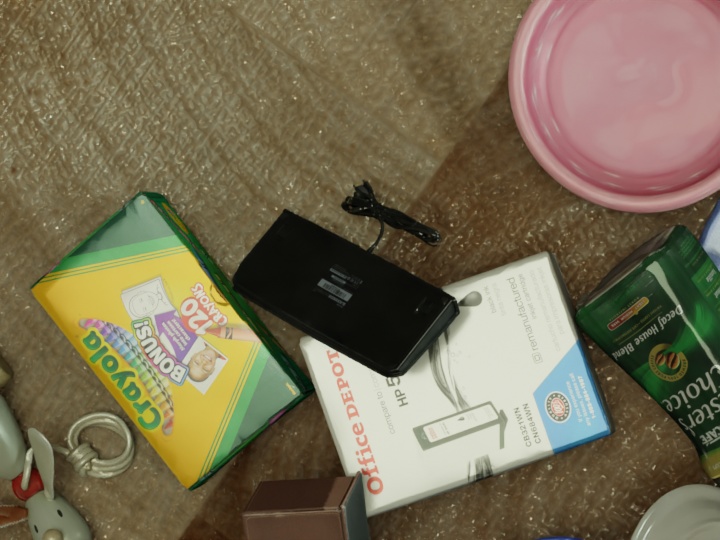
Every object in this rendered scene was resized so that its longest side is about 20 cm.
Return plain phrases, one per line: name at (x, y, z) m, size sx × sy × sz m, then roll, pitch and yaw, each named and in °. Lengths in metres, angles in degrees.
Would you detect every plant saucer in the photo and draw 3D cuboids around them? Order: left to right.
plant saucer at (0.211, -0.143, 1.719) m, size 0.200 × 0.051 × 0.201 m, roll 0°, pitch 89°, yaw 8°

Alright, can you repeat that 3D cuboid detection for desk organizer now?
desk organizer at (-0.030, 0.254, 1.679) m, size 0.077 × 0.072 × 0.201 m, roll -4°, pitch 105°, yaw 11°

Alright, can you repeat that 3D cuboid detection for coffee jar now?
coffee jar at (0.256, 0.072, 1.679) m, size 0.104 × 0.085 × 0.200 m, roll -41°, pitch 91°, yaw 29°

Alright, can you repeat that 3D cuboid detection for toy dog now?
toy dog at (-0.283, 0.137, 1.764) m, size 0.200 × 0.096 × 0.132 m, roll 31°, pitch 94°, yaw 7°

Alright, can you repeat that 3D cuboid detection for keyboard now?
keyboard at (0.000, 0.000, 1.710) m, size 0.200 × 0.021 × 0.127 m, roll 29°, pitch 75°, yaw 42°

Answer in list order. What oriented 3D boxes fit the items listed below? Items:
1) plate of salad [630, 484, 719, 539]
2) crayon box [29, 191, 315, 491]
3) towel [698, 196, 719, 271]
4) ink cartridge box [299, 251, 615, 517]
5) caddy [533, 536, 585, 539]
plate of salad at (0.249, 0.255, 1.663) m, size 0.048 × 0.200 × 0.201 m, roll -17°, pitch 86°, yaw 46°
crayon box at (-0.143, 0.053, 1.763) m, size 0.119 × 0.058 × 0.200 m, roll -40°, pitch 85°, yaw 8°
towel at (0.343, 0.018, 1.713) m, size 0.200 × 0.024 × 0.147 m, roll 26°, pitch 95°, yaw 10°
ink cartridge box at (0.073, 0.086, 1.720) m, size 0.199 × 0.084 × 0.146 m, roll -20°, pitch 86°, yaw 8°
caddy at (0.126, 0.285, 1.700) m, size 0.200 × 0.105 × 0.141 m, roll -35°, pitch 100°, yaw 18°
